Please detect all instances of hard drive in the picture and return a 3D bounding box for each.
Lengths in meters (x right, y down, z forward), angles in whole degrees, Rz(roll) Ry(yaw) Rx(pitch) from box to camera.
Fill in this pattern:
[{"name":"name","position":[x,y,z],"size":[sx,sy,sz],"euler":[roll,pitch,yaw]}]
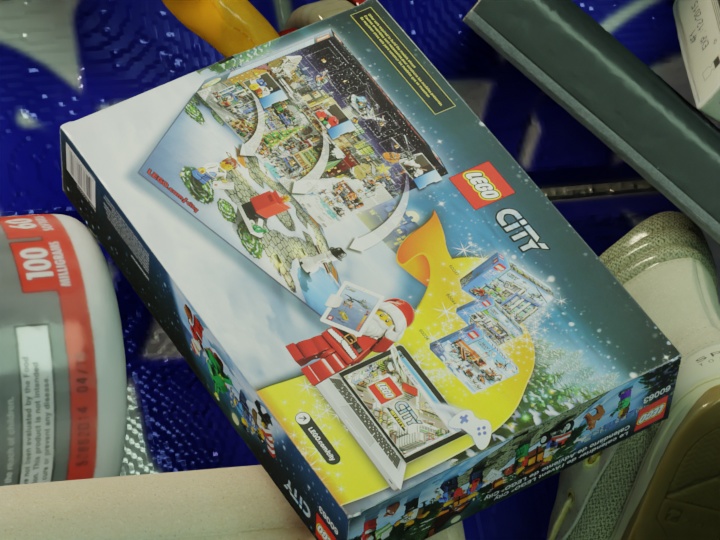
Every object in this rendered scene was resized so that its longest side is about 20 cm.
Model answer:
[{"name":"hard drive","position":[0.128,-0.052,1.143],"size":[0.200,0.140,0.033],"euler":[41,99,-1]}]

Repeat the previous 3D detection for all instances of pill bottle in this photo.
[{"name":"pill bottle","position":[-0.193,0.042,1.011],"size":[0.199,0.116,0.116],"euler":[-4,73,-20]}]

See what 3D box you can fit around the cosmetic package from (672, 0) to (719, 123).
[{"name":"cosmetic package","position":[0.242,-0.080,1.172],"size":[0.200,0.103,0.087],"euler":[29,30,-21]}]

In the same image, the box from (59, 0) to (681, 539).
[{"name":"box","position":[0.000,0.000,0.988],"size":[0.136,0.038,0.200],"euler":[-23,55,-22]}]

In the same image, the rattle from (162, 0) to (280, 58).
[{"name":"rattle","position":[-0.151,-0.092,1.073],"size":[0.200,0.130,0.143],"euler":[-28,94,-21]}]

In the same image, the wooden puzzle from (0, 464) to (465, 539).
[{"name":"wooden puzzle","position":[-0.033,0.157,0.925],"size":[0.185,0.046,0.201],"euler":[-3,71,-25]}]

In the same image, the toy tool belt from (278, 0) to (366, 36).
[{"name":"toy tool belt","position":[-0.015,-0.008,1.086],"size":[0.123,0.125,0.201],"euler":[-17,77,-31]}]

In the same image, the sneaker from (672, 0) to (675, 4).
[{"name":"sneaker","position":[0.150,-0.168,1.197],"size":[0.076,0.091,0.200],"euler":[-42,100,-4]}]

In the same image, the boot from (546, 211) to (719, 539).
[{"name":"boot","position":[0.098,0.090,1.103],"size":[0.072,0.200,0.155],"euler":[18,27,-18]}]
